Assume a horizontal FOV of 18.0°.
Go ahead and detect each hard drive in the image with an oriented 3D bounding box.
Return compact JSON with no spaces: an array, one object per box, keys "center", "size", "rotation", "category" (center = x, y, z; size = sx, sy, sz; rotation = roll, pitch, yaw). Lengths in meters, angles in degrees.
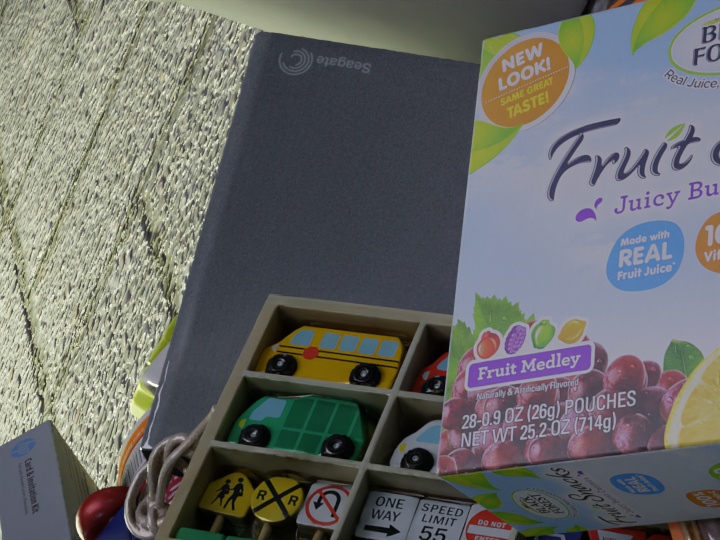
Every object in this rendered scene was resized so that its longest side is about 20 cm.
[{"center":[0.000,0.000,0.964],"size":[0.033,0.139,0.201],"rotation":[76,-155,-65],"category":"hard drive"}]

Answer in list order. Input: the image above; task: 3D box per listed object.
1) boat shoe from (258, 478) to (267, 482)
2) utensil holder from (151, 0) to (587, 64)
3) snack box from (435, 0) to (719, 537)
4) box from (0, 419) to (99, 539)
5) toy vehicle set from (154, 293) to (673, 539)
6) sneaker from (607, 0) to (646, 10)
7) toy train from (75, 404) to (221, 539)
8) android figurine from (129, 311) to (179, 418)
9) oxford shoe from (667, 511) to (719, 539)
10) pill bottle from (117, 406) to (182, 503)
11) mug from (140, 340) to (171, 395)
[{"center":[-0.033,0.172,0.895],"size":[0.065,0.073,0.201],"rotation":[20,112,32],"category":"boat shoe"},{"center":[0.004,-0.189,1.125],"size":[0.170,0.199,0.171],"rotation":[-165,90,-70],"category":"utensil holder"},{"center":[0.131,-0.010,0.734],"size":[0.199,0.068,0.169],"rotation":[-9,60,31],"category":"snack box"},{"center":[-0.118,0.195,1.165],"size":[0.041,0.200,0.156],"rotation":[-28,29,2],"category":"box"},{"center":[0.037,0.074,0.832],"size":[0.027,0.199,0.125],"rotation":[72,-148,-46],"category":"toy vehicle set"},{"center":[0.142,-0.133,0.785],"size":[0.200,0.112,0.078],"rotation":[-28,47,36],"category":"sneaker"},{"center":[-0.062,0.138,0.951],"size":[0.200,0.115,0.085],"rotation":[-50,36,32],"category":"toy train"},{"center":[-0.068,0.018,1.272],"size":[0.200,0.041,0.182],"rotation":[-58,-3,-17],"category":"android figurine"},{"center":[0.149,0.037,0.770],"size":[0.073,0.071,0.201],"rotation":[-37,40,49],"category":"oxford shoe"},{"center":[-0.057,0.148,1.141],"size":[0.113,0.113,0.200],"rotation":[-64,22,21],"category":"pill bottle"},{"center":[-0.005,0.028,1.056],"size":[0.153,0.149,0.186],"rotation":[-56,23,-8],"category":"mug"}]
